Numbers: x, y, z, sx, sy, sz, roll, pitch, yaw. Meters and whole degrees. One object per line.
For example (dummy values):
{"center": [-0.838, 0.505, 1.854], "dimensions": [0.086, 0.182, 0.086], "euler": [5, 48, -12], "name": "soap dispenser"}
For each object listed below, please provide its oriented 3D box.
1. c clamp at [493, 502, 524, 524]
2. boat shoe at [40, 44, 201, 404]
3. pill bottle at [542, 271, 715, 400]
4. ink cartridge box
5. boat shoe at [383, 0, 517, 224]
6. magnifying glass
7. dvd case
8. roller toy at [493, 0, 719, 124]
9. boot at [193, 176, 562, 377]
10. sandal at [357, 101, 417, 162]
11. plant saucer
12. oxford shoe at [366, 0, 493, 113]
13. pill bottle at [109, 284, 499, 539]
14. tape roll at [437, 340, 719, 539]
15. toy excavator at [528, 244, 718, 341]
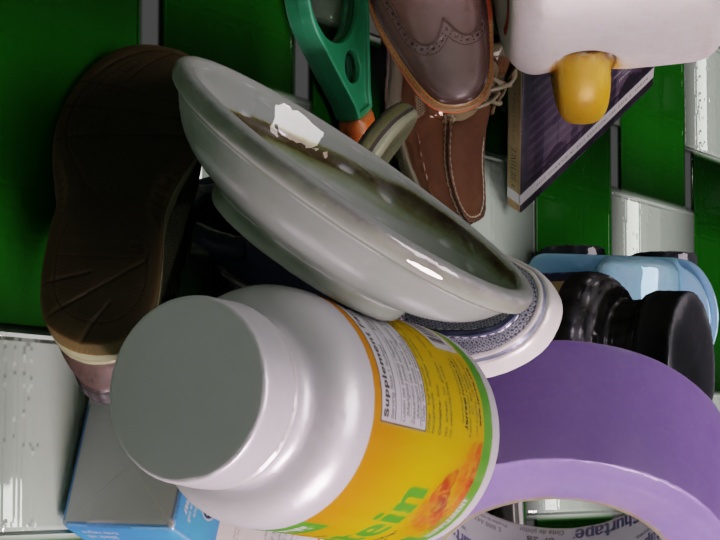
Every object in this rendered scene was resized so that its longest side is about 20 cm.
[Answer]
{"center": [0.076, 0.182, 1.600], "dimensions": [0.200, 0.027, 0.172], "euler": [13, 76, -63], "name": "c clamp"}
{"center": [-0.115, -0.025, 1.199], "dimensions": [0.065, 0.073, 0.200], "euler": [97, 3, -48], "name": "boat shoe"}
{"center": [0.098, 0.057, 1.460], "dimensions": [0.112, 0.199, 0.112], "euler": [-3, 90, -64], "name": "pill bottle"}
{"center": [-0.064, 0.112, 1.280], "dimensions": [0.200, 0.066, 0.116], "euler": [46, 48, -52], "name": "ink cartridge box"}
{"center": [0.058, -0.123, 1.536], "dimensions": [0.076, 0.072, 0.201], "euler": [-32, 117, -60], "name": "boat shoe"}
{"center": [-0.009, -0.110, 1.464], "dimensions": [0.080, 0.022, 0.201], "euler": [-46, 126, -56], "name": "magnifying glass"}
{"center": [0.147, -0.147, 1.643], "dimensions": [0.149, 0.016, 0.200], "euler": [-43, 152, -25], "name": "dvd case"}
{"center": [0.132, -0.204, 1.437], "dimensions": [0.200, 0.139, 0.183], "euler": [86, -1, -48], "name": "roller toy"}
{"center": [0.000, 0.000, 1.279], "dimensions": [0.090, 0.199, 0.073], "euler": [45, 60, -49], "name": "boot"}
{"center": [0.000, 0.001, 1.398], "dimensions": [0.080, 0.057, 0.202], "euler": [115, -8, -67], "name": "sandal"}
{"center": [-0.013, -0.026, 1.174], "dimensions": [0.050, 0.200, 0.200], "euler": [-56, 154, 9], "name": "plant saucer"}
{"center": [0.032, -0.189, 1.462], "dimensions": [0.073, 0.071, 0.201], "euler": [153, -80, -89], "name": "oxford shoe"}
{"center": [-0.026, 0.067, 1.164], "dimensions": [0.200, 0.111, 0.112], "euler": [18, 72, -59], "name": "pill bottle"}
{"center": [0.108, 0.135, 1.388], "dimensions": [0.200, 0.199, 0.085], "euler": [60, 25, -42], "name": "tape roll"}
{"center": [0.145, 0.024, 1.651], "dimensions": [0.200, 0.194, 0.100], "euler": [100, -8, -82], "name": "toy excavator"}
